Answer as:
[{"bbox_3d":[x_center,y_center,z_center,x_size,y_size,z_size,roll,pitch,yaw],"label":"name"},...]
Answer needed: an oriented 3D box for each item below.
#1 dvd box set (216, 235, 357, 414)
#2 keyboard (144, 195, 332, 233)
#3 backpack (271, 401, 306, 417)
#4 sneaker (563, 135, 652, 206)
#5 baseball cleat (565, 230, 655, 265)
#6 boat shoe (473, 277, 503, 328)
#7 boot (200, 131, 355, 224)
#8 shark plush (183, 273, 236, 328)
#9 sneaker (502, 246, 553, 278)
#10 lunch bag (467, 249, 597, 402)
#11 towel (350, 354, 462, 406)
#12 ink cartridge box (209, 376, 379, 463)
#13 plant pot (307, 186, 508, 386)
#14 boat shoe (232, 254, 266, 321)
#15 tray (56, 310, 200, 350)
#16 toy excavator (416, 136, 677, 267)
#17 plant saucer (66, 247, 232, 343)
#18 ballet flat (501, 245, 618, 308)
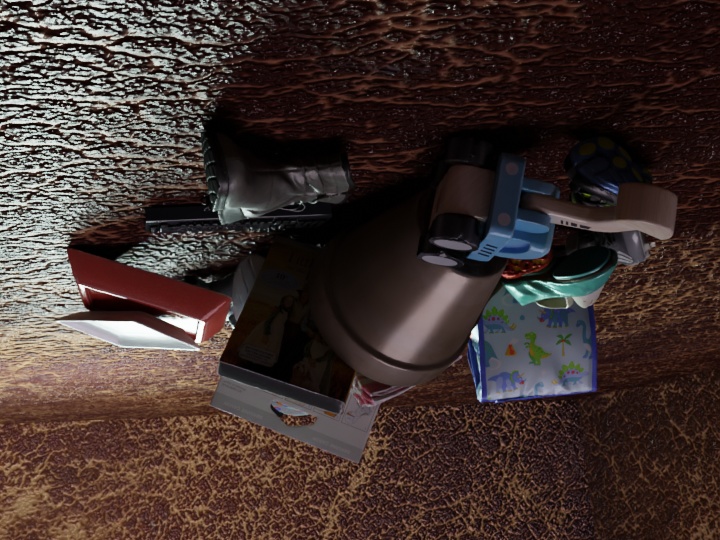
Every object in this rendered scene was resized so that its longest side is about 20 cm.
[{"bbox_3d":[-0.060,0.057,1.214,0.146,0.200,0.029,19,138,3],"label":"dvd box set"},{"bbox_3d":[-0.128,-0.058,1.143,0.199,0.021,0.127,-4,167,-12],"label":"keyboard"},{"bbox_3d":[-0.061,0.126,1.475,0.200,0.127,0.167,-26,175,9],"label":"backpack"},{"bbox_3d":[0.245,-0.078,1.075,0.083,0.071,0.200,-30,161,21],"label":"sneaker"},{"bbox_3d":[0.307,-0.033,1.330,0.106,0.070,0.200,-9,166,12],"label":"baseball cleat"},{"bbox_3d":[0.118,0.033,1.385,0.072,0.072,0.200,-5,-147,48],"label":"boat shoe"},{"bbox_3d":[-0.070,-0.090,0.956,0.130,0.068,0.200,-10,175,-3],"label":"boot"},{"bbox_3d":[-0.207,0.022,1.456,0.200,0.091,0.083,11,156,29],"label":"shark plush"},{"bbox_3d":[0.138,-0.027,1.328,0.199,0.073,0.077,-1,-175,6],"label":"sneaker"},{"bbox_3d":[0.236,0.079,1.501,0.170,0.201,0.127,-5,167,-4],"label":"lunch bag"},{"bbox_3d":[0.009,0.057,1.270,0.146,0.200,0.030,-24,153,-31],"label":"towel"},{"bbox_3d":[-0.061,0.117,1.308,0.200,0.174,0.044,22,174,-6],"label":"ink cartridge box"},{"bbox_3d":[0.066,0.001,1.166,0.200,0.200,0.174,2,149,-30],"label":"plant pot"},{"bbox_3d":[-0.109,0.076,1.372,0.072,0.201,0.071,-16,-177,14],"label":"boat shoe"},{"bbox_3d":[-0.296,0.074,1.369,0.107,0.022,0.200,29,159,-38],"label":"tray"},{"bbox_3d":[0.167,-0.056,0.991,0.199,0.100,0.194,11,168,-4],"label":"toy excavator"},{"bbox_3d":[-0.265,0.040,1.332,0.200,0.037,0.200,18,164,-6],"label":"plant saucer"},{"bbox_3d":[0.257,0.013,1.328,0.067,0.070,0.200,-47,-160,-26],"label":"ballet flat"}]
